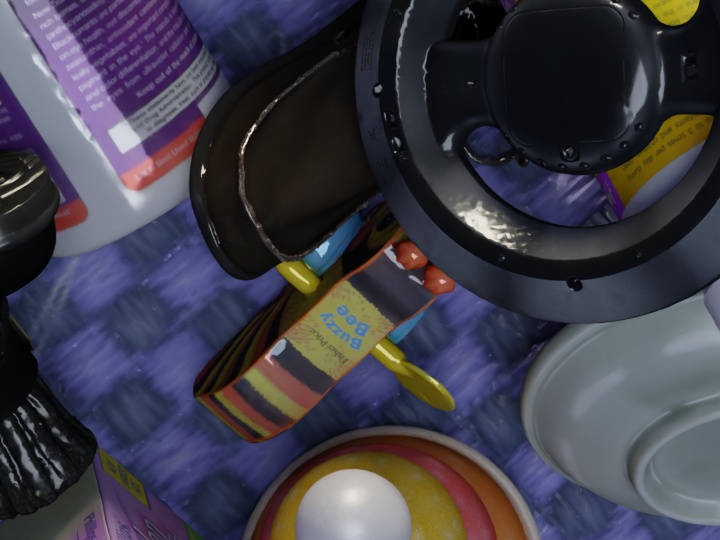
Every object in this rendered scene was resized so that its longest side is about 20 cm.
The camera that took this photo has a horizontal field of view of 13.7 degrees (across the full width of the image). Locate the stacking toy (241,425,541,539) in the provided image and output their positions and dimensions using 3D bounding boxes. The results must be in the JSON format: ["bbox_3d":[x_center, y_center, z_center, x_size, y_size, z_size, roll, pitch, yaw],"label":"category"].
[{"bbox_3d":[0.003,0.128,1.317,0.146,0.200,0.146,-2,78,7],"label":"stacking toy"}]

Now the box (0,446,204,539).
[{"bbox_3d":[-0.151,0.200,1.338,0.097,0.176,0.200,43,94,-16],"label":"box"}]

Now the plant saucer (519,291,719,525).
[{"bbox_3d":[0.174,0.070,1.363,0.200,0.050,0.200,-4,146,-3],"label":"plant saucer"}]

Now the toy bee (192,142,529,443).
[{"bbox_3d":[0.000,0.000,1.346,0.131,0.109,0.200,20,101,-12],"label":"toy bee"}]

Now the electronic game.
[{"bbox_3d":[0.089,-0.078,1.209,0.200,0.042,0.200,2,94,26],"label":"electronic game"}]

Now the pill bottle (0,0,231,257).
[{"bbox_3d":[-0.143,-0.116,1.290,0.111,0.111,0.200,-31,107,0],"label":"pill bottle"}]

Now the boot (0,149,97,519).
[{"bbox_3d":[-0.163,0.035,1.290,0.079,0.211,0.158,-33,105,-27],"label":"boot"}]

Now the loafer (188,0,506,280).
[{"bbox_3d":[0.000,-0.071,1.290,0.200,0.071,0.073,-50,120,-37],"label":"loafer"}]

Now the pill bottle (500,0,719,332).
[{"bbox_3d":[0.139,-0.073,1.264,0.104,0.104,0.200,-26,71,-2],"label":"pill bottle"}]
